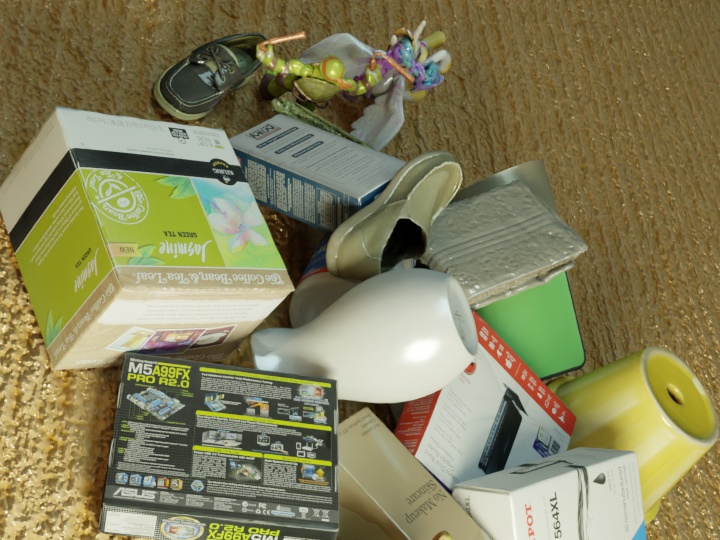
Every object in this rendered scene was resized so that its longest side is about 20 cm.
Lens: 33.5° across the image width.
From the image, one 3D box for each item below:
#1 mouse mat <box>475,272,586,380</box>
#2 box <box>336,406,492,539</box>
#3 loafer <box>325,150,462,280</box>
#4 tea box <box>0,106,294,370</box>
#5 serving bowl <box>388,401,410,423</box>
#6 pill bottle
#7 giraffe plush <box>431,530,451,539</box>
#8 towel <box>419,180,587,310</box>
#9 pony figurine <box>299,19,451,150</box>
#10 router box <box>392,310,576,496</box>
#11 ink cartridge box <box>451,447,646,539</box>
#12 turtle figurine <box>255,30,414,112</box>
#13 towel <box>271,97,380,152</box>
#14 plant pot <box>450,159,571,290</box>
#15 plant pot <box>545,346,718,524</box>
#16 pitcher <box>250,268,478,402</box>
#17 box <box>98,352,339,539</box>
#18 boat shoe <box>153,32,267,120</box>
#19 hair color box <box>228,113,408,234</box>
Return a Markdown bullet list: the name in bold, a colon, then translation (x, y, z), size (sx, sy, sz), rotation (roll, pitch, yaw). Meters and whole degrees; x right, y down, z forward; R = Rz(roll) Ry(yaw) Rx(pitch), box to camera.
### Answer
- **mouse mat**: translation (0.181, 0.050, 1.365), size (0.198, 0.007, 0.163), rotation (-11, 87, -40)
- **box**: translation (0.032, 0.237, 1.123), size (0.200, 0.078, 0.095), rotation (44, 34, 14)
- **loafer**: translation (0.048, -0.049, 1.229), size (0.068, 0.076, 0.200), rotation (28, 55, 30)
- **tea box**: translation (-0.200, -0.026, 1.110), size (0.199, 0.134, 0.198), rotation (0, 56, -47)
- **serving bowl**: translation (0.091, 0.120, 1.317), size (0.199, 0.065, 0.203), rotation (16, 67, -42)
- **pill bottle**: translation (0.000, 0.000, 1.319), size (0.112, 0.112, 0.201), rotation (39, 34, -11)
- **giraffe plush**: translation (0.011, 0.299, 0.992), size (0.198, 0.162, 0.174), rotation (7, 50, -42)
- **towel**: translation (0.146, -0.031, 1.318), size (0.198, 0.035, 0.133), rotation (-18, 52, -34)
- **pony figurine**: translation (0.030, -0.252, 1.559), size (0.167, 0.192, 0.200), rotation (55, 16, 7)
- **router box**: translation (0.131, 0.175, 1.254), size (0.200, 0.049, 0.181), rotation (44, 54, -28)
- **ink cartridge box**: translation (0.194, 0.270, 1.199), size (0.198, 0.084, 0.148), rotation (-8, 92, -41)
- **turtle figurine**: translation (-0.048, -0.224, 1.431), size (0.197, 0.161, 0.065), rotation (6, 82, -24)
- **towel**: translation (-0.009, -0.137, 1.420), size (0.199, 0.037, 0.148), rotation (32, 4, 20)
- **plant pot**: translation (0.183, -0.006, 1.485), size (0.186, 0.186, 0.202), rotation (-18, 82, -53)
- **plant pot**: translation (0.304, 0.191, 1.392), size (0.199, 0.189, 0.202), rotation (29, 38, -25)
- **pitcher**: translation (0.016, 0.075, 1.167), size (0.171, 0.198, 0.123), rotation (18, 56, -67)
- **box**: translation (-0.117, 0.157, 1.034), size (0.197, 0.045, 0.162), rotation (8, 45, -11)
- **boat shoe**: translation (-0.172, -0.239, 1.407), size (0.072, 0.066, 0.201), rotation (46, 34, -1)
- **hair color box**: translation (-0.048, -0.103, 1.309), size (0.199, 0.061, 0.100), rotation (25, 39, 32)
